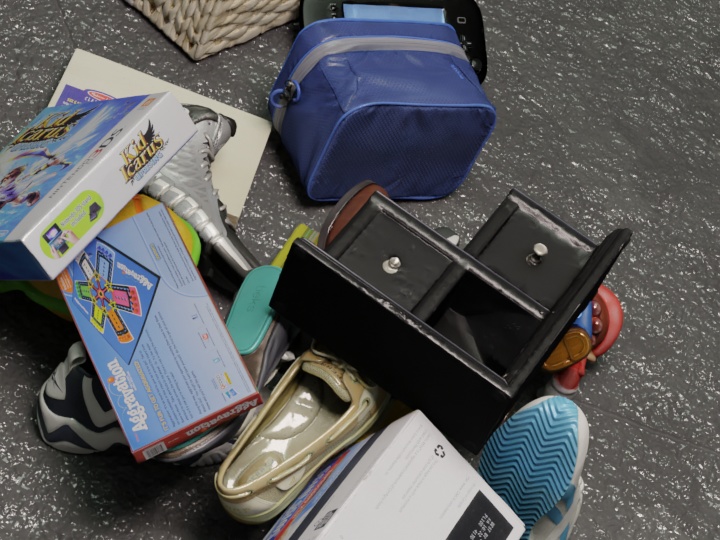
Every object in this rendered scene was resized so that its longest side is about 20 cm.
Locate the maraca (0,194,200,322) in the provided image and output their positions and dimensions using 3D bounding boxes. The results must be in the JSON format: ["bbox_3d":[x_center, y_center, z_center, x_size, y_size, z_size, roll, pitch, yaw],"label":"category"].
[{"bbox_3d":[-0.230,-0.013,1.582,0.199,0.107,0.137,6,39,17],"label":"maraca"}]

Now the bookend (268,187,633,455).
[{"bbox_3d":[0.072,0.000,1.470,0.198,0.092,0.200,36,54,9],"label":"bookend"}]

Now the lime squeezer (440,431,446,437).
[{"bbox_3d":[0.037,0.155,1.571,0.200,0.071,0.038,-35,95,-8],"label":"lime squeezer"}]

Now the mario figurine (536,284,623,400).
[{"bbox_3d":[0.163,0.049,1.654,0.106,0.124,0.200,33,3,11],"label":"mario figurine"}]

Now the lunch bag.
[{"bbox_3d":[0.009,-0.155,1.767,0.199,0.136,0.133,-1,50,-31],"label":"lunch bag"}]

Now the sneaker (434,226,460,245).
[{"bbox_3d":[0.000,0.000,1.654,0.200,0.075,0.085,-29,70,-30],"label":"sneaker"}]

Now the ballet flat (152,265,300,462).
[{"bbox_3d":[-0.097,0.086,1.470,0.073,0.073,0.200,28,54,3],"label":"ballet flat"}]

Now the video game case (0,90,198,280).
[{"bbox_3d":[-0.252,-0.067,1.537,0.181,0.200,0.046,-49,118,-29],"label":"video game case"}]

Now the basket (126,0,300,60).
[{"bbox_3d":[-0.118,-0.307,1.858,0.200,0.136,0.123,-28,70,-38],"label":"basket"}]

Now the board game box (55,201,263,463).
[{"bbox_3d":[-0.158,0.043,1.437,0.103,0.019,0.200,-25,55,-7],"label":"board game box"}]

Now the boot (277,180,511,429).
[{"bbox_3d":[0.052,0.028,1.543,0.199,0.069,0.189,14,60,19],"label":"boot"}]

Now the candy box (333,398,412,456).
[{"bbox_3d":[0.040,0.092,1.597,0.102,0.026,0.200,5,36,44],"label":"candy box"}]

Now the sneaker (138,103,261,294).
[{"bbox_3d":[-0.132,-0.079,1.660,0.200,0.075,0.115,44,66,6],"label":"sneaker"}]

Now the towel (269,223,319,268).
[{"bbox_3d":[0.011,0.038,1.692,0.200,0.018,0.086,30,52,4],"label":"towel"}]

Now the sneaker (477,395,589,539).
[{"bbox_3d":[0.140,0.167,1.506,0.076,0.200,0.081,33,45,20],"label":"sneaker"}]

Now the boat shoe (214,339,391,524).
[{"bbox_3d":[-0.038,0.106,1.466,0.073,0.063,0.201,39,75,20],"label":"boat shoe"}]

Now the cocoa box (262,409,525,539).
[{"bbox_3d":[0.003,0.229,1.422,0.133,0.131,0.200,48,47,-8],"label":"cocoa box"}]

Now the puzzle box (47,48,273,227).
[{"bbox_3d":[-0.189,-0.120,1.740,0.199,0.025,0.133,21,47,-4],"label":"puzzle box"}]

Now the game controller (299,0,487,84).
[{"bbox_3d":[0.033,-0.231,1.896,0.199,0.042,0.105,0,86,-23],"label":"game controller"}]

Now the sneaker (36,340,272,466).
[{"bbox_3d":[-0.149,0.086,1.506,0.198,0.130,0.080,8,50,-15],"label":"sneaker"}]
